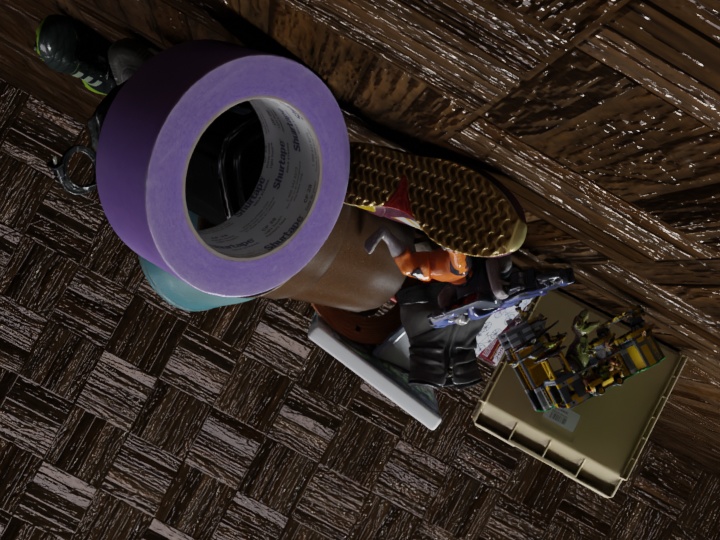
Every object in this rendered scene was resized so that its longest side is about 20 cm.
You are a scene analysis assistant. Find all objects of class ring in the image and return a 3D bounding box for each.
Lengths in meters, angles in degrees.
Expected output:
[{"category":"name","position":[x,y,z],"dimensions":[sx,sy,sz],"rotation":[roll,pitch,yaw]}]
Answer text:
[{"category":"ring","position":[0.000,0.000,1.295],"dimensions":[0.200,0.201,0.019],"rotation":[30,148,-24]}]

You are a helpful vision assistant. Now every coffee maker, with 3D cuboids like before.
[{"category":"coffee maker","position":[-0.162,-0.109,0.967],"dimensions":[0.199,0.192,0.135],"rotation":[24,158,37]}]

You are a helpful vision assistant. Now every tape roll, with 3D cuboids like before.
[{"category":"tape roll","position":[-0.110,-0.085,0.815],"dimensions":[0.085,0.201,0.200],"rotation":[25,175,46]}]

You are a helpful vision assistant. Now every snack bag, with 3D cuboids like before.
[{"category":"snack bag","position":[0.130,0.073,1.326],"dimensions":[0.200,0.189,0.021],"rotation":[30,-162,-53]}]

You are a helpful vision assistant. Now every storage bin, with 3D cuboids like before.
[{"category":"storage bin","position":[0.267,0.148,1.219],"dimensions":[0.199,0.199,0.094],"rotation":[28,173,11]}]

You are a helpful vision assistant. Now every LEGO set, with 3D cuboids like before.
[{"category":"LEGO set","position":[0.230,0.075,1.074],"dimensions":[0.116,0.153,0.200],"rotation":[63,-177,6]}]

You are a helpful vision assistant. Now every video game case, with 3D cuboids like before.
[{"category":"video game case","position":[0.019,0.122,1.302],"dimensions":[0.200,0.023,0.182],"rotation":[38,-174,-4]}]

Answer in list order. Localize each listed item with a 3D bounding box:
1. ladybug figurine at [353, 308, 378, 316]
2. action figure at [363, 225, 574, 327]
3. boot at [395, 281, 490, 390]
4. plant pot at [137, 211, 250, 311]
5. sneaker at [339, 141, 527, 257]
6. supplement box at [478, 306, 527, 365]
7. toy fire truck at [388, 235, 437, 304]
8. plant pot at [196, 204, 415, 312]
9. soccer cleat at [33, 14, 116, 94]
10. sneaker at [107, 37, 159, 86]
[{"category":"ladybug figurine","position":[-0.042,-0.020,1.375],"dimensions":[0.201,0.072,0.136],"rotation":[63,168,10]},{"category":"action figure","position":[0.131,-0.012,1.074],"dimensions":[0.199,0.105,0.193],"rotation":[-18,147,37]},{"category":"boot","position":[0.135,0.077,1.208],"dimensions":[0.199,0.133,0.070],"rotation":[-7,174,-23]},{"category":"plant pot","position":[-0.162,-0.048,1.307],"dimensions":[0.187,0.201,0.200],"rotation":[-4,155,41]},{"category":"sneaker","position":[0.068,-0.065,0.858],"dimensions":[0.199,0.075,0.090],"rotation":[26,-167,32]},{"category":"supplement box","position":[0.176,0.064,1.468],"dimensions":[0.061,0.109,0.200],"rotation":[28,177,31]},{"category":"toy fire truck","position":[0.056,-0.008,1.475],"dimensions":[0.176,0.129,0.200],"rotation":[30,-174,-30]},{"category":"plant pot","position":[-0.051,-0.045,1.137],"dimensions":[0.200,0.201,0.198],"rotation":[26,-177,41]},{"category":"soccer cleat","position":[-0.337,-0.266,1.227],"dimensions":[0.081,0.068,0.200],"rotation":[12,176,10]},{"category":"sneaker","position":[-0.220,-0.164,1.099],"dimensions":[0.091,0.066,0.201],"rotation":[-91,-21,-51]}]
